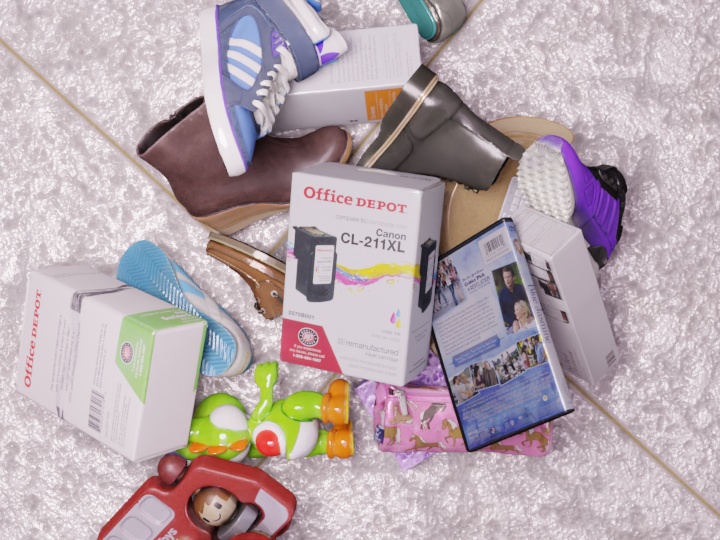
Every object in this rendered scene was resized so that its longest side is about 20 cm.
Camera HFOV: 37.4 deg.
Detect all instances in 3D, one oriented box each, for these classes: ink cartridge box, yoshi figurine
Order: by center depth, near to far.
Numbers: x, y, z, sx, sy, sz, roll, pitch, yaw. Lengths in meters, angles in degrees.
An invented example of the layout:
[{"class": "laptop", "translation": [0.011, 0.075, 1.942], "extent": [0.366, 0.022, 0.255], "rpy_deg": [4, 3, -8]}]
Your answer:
[{"class": "ink cartridge box", "translation": [0.000, 0.000, 1.099], "extent": [0.144, 0.083, 0.203], "rpy_deg": [9, 104, 21]}, {"class": "ink cartridge box", "translation": [-0.271, 0.094, 1.143], "extent": [0.198, 0.084, 0.148], "rpy_deg": [22, 108, 32]}, {"class": "yoshi figurine", "translation": [-0.108, 0.166, 1.191], "extent": [0.197, 0.112, 0.114], "rpy_deg": [-5, 71, -1]}]

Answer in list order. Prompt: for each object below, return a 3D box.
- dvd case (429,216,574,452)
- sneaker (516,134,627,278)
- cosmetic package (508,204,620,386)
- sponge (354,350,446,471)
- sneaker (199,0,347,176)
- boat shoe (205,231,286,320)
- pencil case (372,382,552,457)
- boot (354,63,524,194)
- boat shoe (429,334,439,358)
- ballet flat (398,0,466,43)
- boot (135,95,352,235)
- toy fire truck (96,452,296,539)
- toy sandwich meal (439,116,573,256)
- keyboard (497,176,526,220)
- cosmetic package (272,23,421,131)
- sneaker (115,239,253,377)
[{"class": "dvd case", "translation": [0.130, 0.067, 1.075], "extent": [0.142, 0.017, 0.203], "rpy_deg": [-32, 68, 45]}, {"class": "sneaker", "translation": [0.227, -0.083, 1.096], "extent": [0.100, 0.201, 0.069], "rpy_deg": [-46, 49, -15]}, {"class": "cosmetic package", "translation": [0.209, 0.029, 1.122], "extent": [0.051, 0.082, 0.201], "rpy_deg": [-40, 131, -16]}, {"class": "sponge", "translation": [0.104, 0.131, 1.212], "extent": [0.198, 0.030, 0.112], "rpy_deg": [-31, 90, 2]}, {"class": "sneaker", "translation": [-0.081, -0.197, 1.066], "extent": [0.144, 0.081, 0.202], "rpy_deg": [-10, 63, 0]}, {"class": "boat shoe", "translation": [-0.093, 0.025, 1.196], "extent": [0.198, 0.072, 0.069], "rpy_deg": [27, 91, 1]}, {"class": "pencil case", "translation": [0.112, 0.159, 1.155], "extent": [0.197, 0.087, 0.084], "rpy_deg": [3, 94, 0]}, {"class": "boot", "translation": [0.074, -0.106, 1.128], "extent": [0.138, 0.200, 0.078], "rpy_deg": [36, 59, 2]}, {"class": "boat shoe", "translation": [0.075, 0.026, 1.185], "extent": [0.072, 0.068, 0.201], "rpy_deg": [-33, 83, -6]}, {"class": "ballet flat", "translation": [0.048, -0.348, 1.195], "extent": [0.063, 0.067, 0.201], "rpy_deg": [-35, 91, -25]}, {"class": "boot", "translation": [-0.121, -0.130, 1.150], "extent": [0.199, 0.167, 0.073], "rpy_deg": [-32, 48, 8]}, {"class": "toy fire truck", "translation": [-0.173, 0.280, 1.152], "extent": [0.167, 0.112, 0.200], "rpy_deg": [38, 113, -13]}, {"class": "toy sandwich meal", "translation": [0.167, -0.069, 1.190], "extent": [0.202, 0.070, 0.208], "rpy_deg": [-1, 100, -4]}, {"class": "keyboard", "translation": [0.156, 0.004, 1.145], "extent": [0.056, 0.011, 0.203], "rpy_deg": [18, 90, -11]}, {"class": "cosmetic package", "translation": [-0.032, -0.208, 1.167], "extent": [0.197, 0.102, 0.072], "rpy_deg": [-5, 76, 3]}, {"class": "sneaker", "translation": [-0.201, 0.047, 1.203], "extent": [0.077, 0.081, 0.200], "rpy_deg": [-45, 70, 4]}]
